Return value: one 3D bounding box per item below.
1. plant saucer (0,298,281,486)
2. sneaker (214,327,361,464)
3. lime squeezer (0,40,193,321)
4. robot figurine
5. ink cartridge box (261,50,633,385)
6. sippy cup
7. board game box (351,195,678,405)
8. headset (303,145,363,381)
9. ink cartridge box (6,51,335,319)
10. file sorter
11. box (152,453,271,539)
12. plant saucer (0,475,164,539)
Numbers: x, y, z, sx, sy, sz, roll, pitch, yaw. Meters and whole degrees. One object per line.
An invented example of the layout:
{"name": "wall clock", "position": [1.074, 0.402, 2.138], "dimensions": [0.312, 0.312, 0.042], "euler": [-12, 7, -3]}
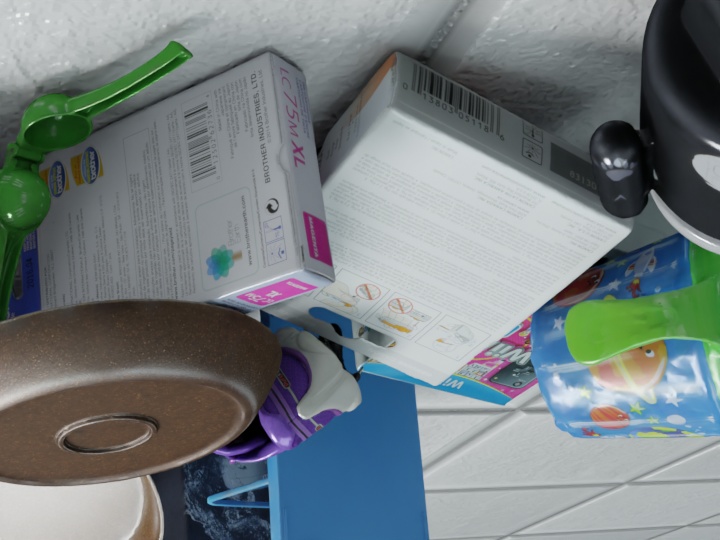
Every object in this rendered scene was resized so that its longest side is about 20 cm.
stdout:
{"name": "plant saucer", "position": [-0.137, 0.075, 0.632], "dimensions": [0.198, 0.035, 0.201], "euler": [-10, 155, -5]}
{"name": "sneaker", "position": [-0.085, 0.086, 0.774], "dimensions": [0.083, 0.081, 0.199], "euler": [-42, -166, -30]}
{"name": "lime squeezer", "position": [-0.157, -0.043, 0.608], "dimensions": [0.201, 0.070, 0.038], "euler": [-56, 163, 12]}
{"name": "robot figurine", "position": [0.198, -0.085, 0.581], "dimensions": [0.149, 0.126, 0.200], "euler": [12, 163, 17]}
{"name": "ink cartridge box", "position": [0.036, -0.019, 0.693], "dimensions": [0.161, 0.050, 0.200], "euler": [24, 141, -19]}
{"name": "sippy cup", "position": [0.178, 0.045, 0.720], "dimensions": [0.129, 0.140, 0.178], "euler": [-15, 130, 28]}
{"name": "board game box", "position": [0.108, 0.014, 0.822], "dimensions": [0.147, 0.065, 0.200], "euler": [16, 141, -33]}
{"name": "headset", "position": [0.000, 0.000, 0.753], "dimensions": [0.122, 0.095, 0.201], "euler": [4, 143, -14]}
{"name": "ink cartridge box", "position": [-0.111, -0.023, 0.632], "dimensions": [0.198, 0.120, 0.042], "euler": [-18, 159, 24]}
{"name": "file sorter", "position": [-0.044, 0.127, 0.922], "dimensions": [0.138, 0.202, 0.122], "euler": [11, 156, -38]}
{"name": "box", "position": [-0.103, 0.181, 1.029], "dimensions": [0.195, 0.202, 0.117], "euler": [11, 152, -39]}
{"name": "plant saucer", "position": [-0.232, 0.155, 0.828], "dimensions": [0.198, 0.032, 0.202], "euler": [3, 123, 5]}
